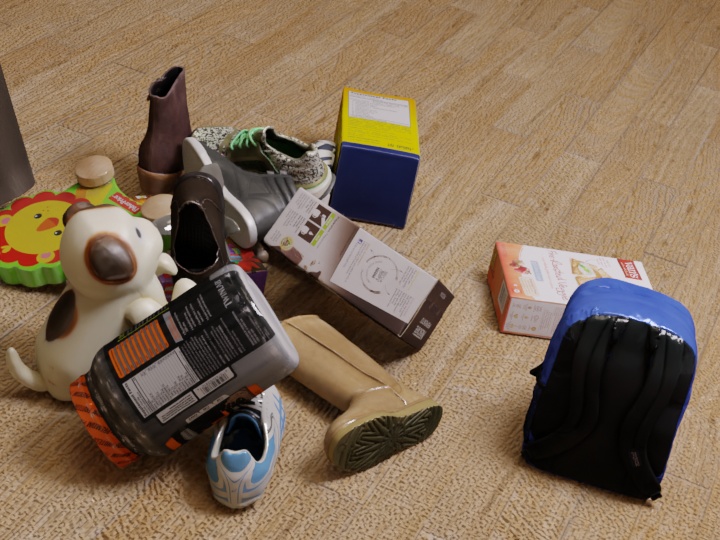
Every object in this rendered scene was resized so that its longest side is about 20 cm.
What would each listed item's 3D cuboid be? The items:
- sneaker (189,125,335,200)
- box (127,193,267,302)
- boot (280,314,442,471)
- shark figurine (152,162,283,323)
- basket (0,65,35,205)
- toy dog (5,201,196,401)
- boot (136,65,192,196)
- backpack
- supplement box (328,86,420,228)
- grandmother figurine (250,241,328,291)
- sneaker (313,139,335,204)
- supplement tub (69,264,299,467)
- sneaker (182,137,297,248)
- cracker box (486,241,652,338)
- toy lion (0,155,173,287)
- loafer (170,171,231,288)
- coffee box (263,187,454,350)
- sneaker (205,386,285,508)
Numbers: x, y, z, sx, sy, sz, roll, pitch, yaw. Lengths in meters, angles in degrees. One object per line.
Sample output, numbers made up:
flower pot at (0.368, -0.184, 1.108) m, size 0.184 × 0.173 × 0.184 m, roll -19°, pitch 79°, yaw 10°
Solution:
sneaker at (-0.125, -0.159, 1.773) m, size 0.199 × 0.089 × 0.077 m, roll 18°, pitch 53°, yaw 16°
box at (-0.216, -0.030, 1.701) m, size 0.136 × 0.039 × 0.200 m, roll -7°, pitch 35°, yaw -29°
boot at (-0.035, 0.125, 1.483) m, size 0.200 × 0.066 × 0.175 m, roll 34°, pitch 24°, yaw 32°
shark figurine at (-0.147, -0.017, 1.566) m, size 0.128 × 0.089 × 0.215 m, roll -24°, pitch 89°, yaw -48°
basket at (-0.477, -0.172, 1.659) m, size 0.135 × 0.201 × 0.180 m, roll -6°, pitch 22°, yaw 38°
toy dog at (-0.261, 0.026, 1.423) m, size 0.193 × 0.201 × 0.140 m, roll 0°, pitch 31°, yaw -21°
boot at (-0.234, -0.189, 1.838) m, size 0.072 × 0.167 × 0.200 m, roll 14°, pitch 29°, yaw 8°
backpack at (0.263, 0.107, 1.483) m, size 0.162 × 0.201 × 0.168 m, roll 13°, pitch 29°, yaw 2°
supplement box at (0.018, -0.159, 1.943) m, size 0.108 × 0.110 × 0.200 m, roll 10°, pitch 30°, yaw -5°
grandmother figurine at (-0.100, -0.047, 1.760) m, size 0.199 × 0.061 × 0.121 m, roll 29°, pitch 24°, yaw 22°
sneaker at (-0.103, -0.131, 1.879) m, size 0.129 × 0.080 × 0.199 m, roll 10°, pitch 30°, yaw -5°
supplement tub at (-0.169, 0.094, 1.343) m, size 0.199 × 0.123 × 0.123 m, roll -33°, pitch 38°, yaw 1°
sneaker at (-0.144, -0.105, 1.740) m, size 0.099 × 0.071 × 0.200 m, roll -17°, pitch 46°, yaw -29°
cracker box at (0.267, 0.031, 1.761) m, size 0.199 × 0.058 × 0.134 m, roll 8°, pitch 30°, yaw -9°
toy lion at (-0.328, -0.041, 1.622) m, size 0.200 × 0.069 × 0.192 m, roll 28°, pitch 53°, yaw 34°
loafer at (-0.177, -0.002, 1.510) m, size 0.073 × 0.201 × 0.071 m, roll -4°, pitch 21°, yaw 8°
coffee box at (0.000, 0.000, 1.615) m, size 0.200 × 0.080 × 0.113 m, roll 34°, pitch -2°, yaw 18°
sneaker at (-0.110, 0.153, 1.393) m, size 0.071 × 0.073 × 0.200 m, roll 9°, pitch 28°, yaw -3°
